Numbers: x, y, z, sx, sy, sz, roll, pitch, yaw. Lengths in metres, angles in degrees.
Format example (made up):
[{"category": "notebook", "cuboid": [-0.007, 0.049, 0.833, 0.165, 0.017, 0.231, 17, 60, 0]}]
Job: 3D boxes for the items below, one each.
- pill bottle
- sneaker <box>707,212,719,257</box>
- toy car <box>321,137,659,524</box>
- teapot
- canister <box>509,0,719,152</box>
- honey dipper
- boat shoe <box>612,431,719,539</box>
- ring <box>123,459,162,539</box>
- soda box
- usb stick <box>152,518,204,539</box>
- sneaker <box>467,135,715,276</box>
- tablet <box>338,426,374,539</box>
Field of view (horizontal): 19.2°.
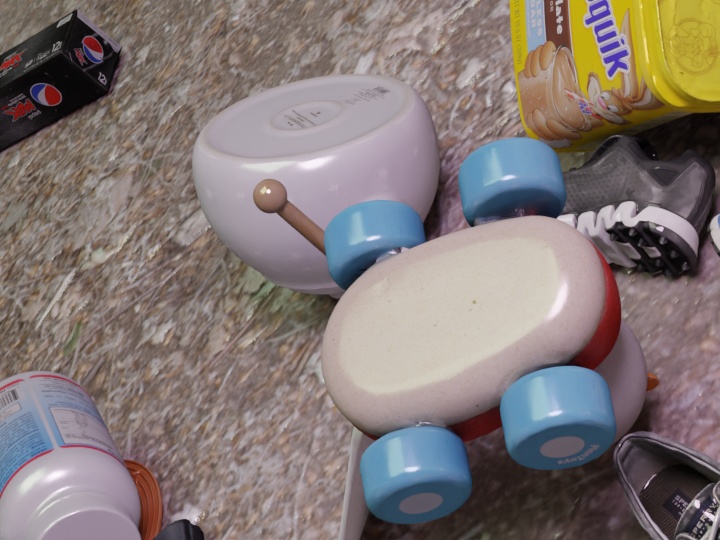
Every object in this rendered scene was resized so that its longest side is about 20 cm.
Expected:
[{"category": "pill bottle", "cuboid": [-0.226, 0.165, 1.590, 0.109, 0.109, 0.200, -47, 31, 5]}, {"category": "sneaker", "cuboid": [0.275, 0.007, 1.196, 0.089, 0.079, 0.200, -44, 39, -4]}, {"category": "toy car", "cuboid": [0.093, 0.061, 1.245, 0.176, 0.200, 0.185, -24, 55, 21]}, {"category": "teapot", "cuboid": [-0.028, -0.050, 1.581, 0.196, 0.147, 0.200, -3, 27, 19]}, {"category": "canister", "cuboid": [0.178, -0.162, 1.395, 0.200, 0.086, 0.150, 161, 105, -66]}, {"category": "honey dipper", "cuboid": [0.000, 0.000, 1.422, 0.038, 0.200, 0.038, -31, 34, 25]}, {"category": "boat shoe", "cuboid": [0.193, 0.147, 1.137, 0.072, 0.071, 0.200, -52, 30, -4]}, {"category": "ring", "cuboid": [-0.229, 0.231, 1.646, 0.200, 0.019, 0.201, -33, 34, 25]}, {"category": "soda box", "cuboid": [-0.340, -0.192, 2.198, 0.199, 0.071, 0.064, -22, 41, 38]}, {"category": "usb stick", "cuboid": [-0.124, 0.252, 1.472, 0.055, 0.033, 0.200, -38, 33, 17]}, {"category": "sneaker", "cuboid": [0.158, -0.046, 1.407, 0.199, 0.066, 0.091, 4, 56, 49]}, {"category": "tablet", "cuboid": [0.012, 0.095, 1.359, 0.200, 0.014, 0.131, 98, -170, -58]}]
